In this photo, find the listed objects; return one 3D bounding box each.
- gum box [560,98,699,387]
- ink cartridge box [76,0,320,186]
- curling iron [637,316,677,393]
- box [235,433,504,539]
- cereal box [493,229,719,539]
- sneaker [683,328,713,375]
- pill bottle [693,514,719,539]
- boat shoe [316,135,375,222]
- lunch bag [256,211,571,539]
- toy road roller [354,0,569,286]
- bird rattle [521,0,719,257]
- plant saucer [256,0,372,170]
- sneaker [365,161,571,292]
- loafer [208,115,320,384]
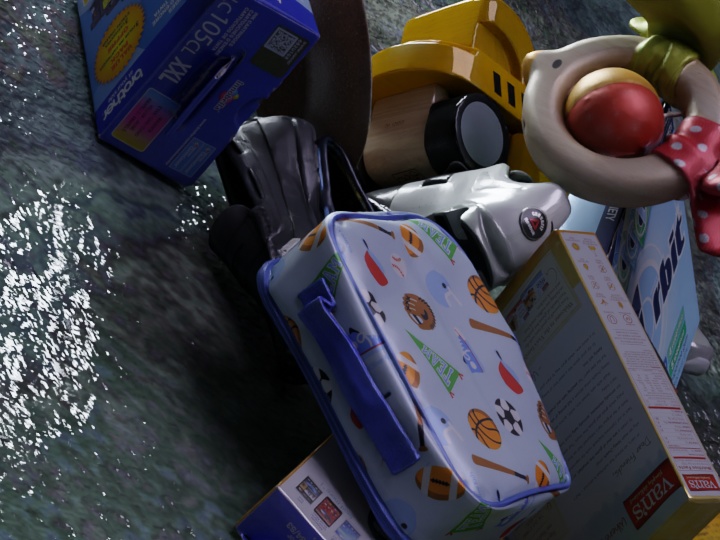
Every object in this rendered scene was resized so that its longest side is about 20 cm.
[{"bbox_3d":[0.173,0.013,1.774,0.170,0.044,0.201,-65,152,-43],"label":"gum box"},{"bbox_3d":[-0.101,-0.149,1.662,0.076,0.137,0.200,27,28,-32],"label":"ink cartridge box"},{"bbox_3d":[0.189,0.087,1.733,0.200,0.025,0.050,70,35,-47],"label":"curling iron"},{"bbox_3d":[0.007,0.148,1.473,0.119,0.041,0.200,47,20,2],"label":"box"},{"bbox_3d":[0.128,0.097,1.616,0.039,0.144,0.201,4,49,-38],"label":"cereal box"},{"bbox_3d":[0.214,-0.009,2.056,0.075,0.082,0.200,16,37,-51],"label":"sneaker"},{"bbox_3d":[0.202,0.209,1.624,0.109,0.109,0.200,23,32,-44],"label":"pill bottle"},{"bbox_3d":[0.000,0.000,1.676,0.084,0.069,0.200,6,45,-58],"label":"boat shoe"},{"bbox_3d":[0.026,0.058,1.496,0.160,0.075,0.201,-5,62,-61],"label":"lunch bag"},{"bbox_3d":[0.084,-0.093,1.837,0.200,0.123,0.147,34,57,-37],"label":"toy road roller"},{"bbox_3d":[0.183,-0.088,1.691,0.113,0.162,0.201,87,-5,-61],"label":"bird rattle"},{"bbox_3d":[-0.045,-0.156,1.766,0.036,0.201,0.201,-11,51,-20],"label":"plant saucer"},{"bbox_3d":[0.067,-0.029,1.723,0.200,0.088,0.074,11,-52,62],"label":"sneaker"},{"bbox_3d":[-0.056,-0.012,1.620,0.070,0.068,0.201,-1,47,-8],"label":"loafer"}]
